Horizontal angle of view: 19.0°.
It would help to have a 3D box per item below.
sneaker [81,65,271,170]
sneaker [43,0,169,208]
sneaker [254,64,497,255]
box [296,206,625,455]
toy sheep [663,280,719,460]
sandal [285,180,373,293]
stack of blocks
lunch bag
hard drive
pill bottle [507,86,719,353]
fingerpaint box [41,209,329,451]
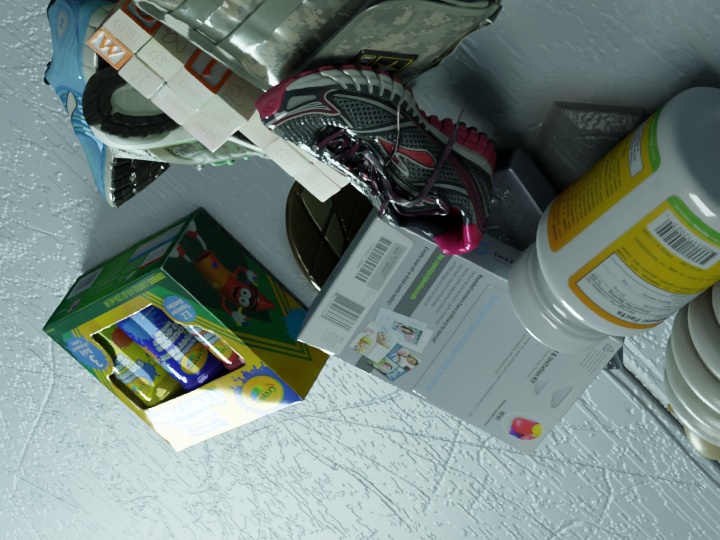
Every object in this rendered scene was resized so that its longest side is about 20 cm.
[{"bbox_3d":[-0.101,-0.106,1.568,0.199,0.077,0.089,6,158,-1],"label":"sneaker"},{"bbox_3d":[-0.193,-0.136,1.634,0.090,0.078,0.201,33,145,29],"label":"sneaker"},{"bbox_3d":[0.017,-0.075,1.414,0.199,0.075,0.080,23,150,-36],"label":"sneaker"},{"bbox_3d":[0.074,0.039,1.567,0.199,0.041,0.156,27,136,-6],"label":"box"},{"bbox_3d":[0.275,0.058,1.469,0.137,0.138,0.200,28,131,2],"label":"toy sheep"},{"bbox_3d":[0.000,0.000,1.655,0.055,0.082,0.200,19,156,53],"label":"sandal"},{"bbox_3d":[-0.074,-0.140,1.483,0.200,0.115,0.059,40,146,-12],"label":"stack of blocks"},{"bbox_3d":[-0.022,-0.189,1.395,0.200,0.118,0.164,34,145,-15],"label":"lunch bag"},{"bbox_3d":[0.108,-0.007,1.580,0.134,0.042,0.200,-4,132,38],"label":"hard drive"},{"bbox_3d":[0.187,-0.025,1.425,0.111,0.111,0.200,38,136,-10],"label":"pill bottle"},{"bbox_3d":[-0.146,0.056,1.809,0.167,0.073,0.200,44,142,-18],"label":"fingerpaint box"}]
